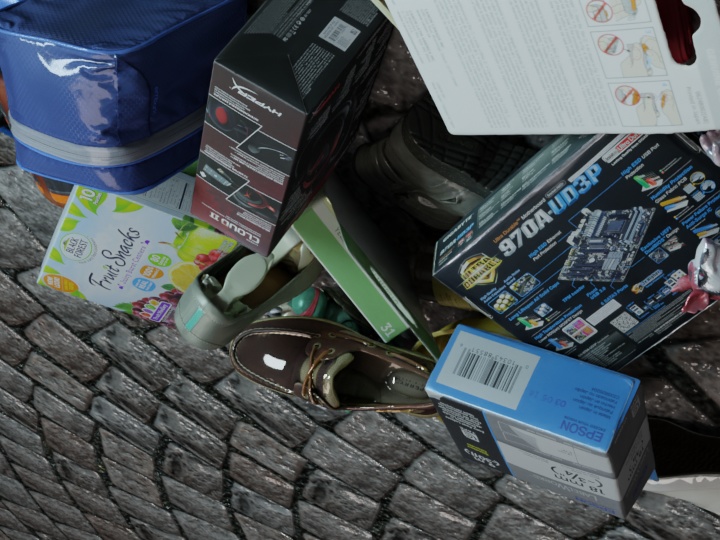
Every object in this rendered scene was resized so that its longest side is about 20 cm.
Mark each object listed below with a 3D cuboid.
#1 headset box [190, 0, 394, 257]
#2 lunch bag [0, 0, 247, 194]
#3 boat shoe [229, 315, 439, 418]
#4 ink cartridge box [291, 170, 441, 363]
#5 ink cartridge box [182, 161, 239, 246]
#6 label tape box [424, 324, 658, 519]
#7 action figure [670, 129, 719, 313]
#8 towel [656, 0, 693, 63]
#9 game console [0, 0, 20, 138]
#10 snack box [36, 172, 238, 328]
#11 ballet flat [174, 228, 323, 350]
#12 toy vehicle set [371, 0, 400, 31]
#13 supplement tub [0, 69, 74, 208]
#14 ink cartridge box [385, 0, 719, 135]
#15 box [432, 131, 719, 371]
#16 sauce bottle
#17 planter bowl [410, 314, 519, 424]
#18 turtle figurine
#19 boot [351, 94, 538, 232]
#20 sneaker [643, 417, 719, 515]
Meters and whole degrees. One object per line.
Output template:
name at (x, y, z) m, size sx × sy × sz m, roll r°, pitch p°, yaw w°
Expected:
headset box at (-0.051, -0.116, 0.832) m, size 0.075 × 0.149 × 0.200 m, roll 30°, pitch 148°, yaw 5°
lunch bag at (-0.170, -0.146, 0.858) m, size 0.136 × 0.200 × 0.132 m, roll 19°, pitch 127°, yaw 24°
boat shoe at (-0.020, 0.083, 0.950) m, size 0.200 × 0.072 × 0.072 m, roll 15°, pitch -179°, yaw 10°
ink cartridge box at (0.000, 0.000, 0.922) m, size 0.048 × 0.200 × 0.146 m, roll -34°, pitch 116°, yaw 11°
ink cartridge box at (-0.139, -0.070, 1.047) m, size 0.104 × 0.059 × 0.200 m, roll 12°, pitch 142°, yaw 29°
label tape box at (0.147, 0.131, 0.875) m, size 0.144 × 0.063 × 0.200 m, roll 17°, pitch 156°, yaw 28°
action figure at (0.289, -0.019, 0.696) m, size 0.200 × 0.134 × 0.149 m, roll -23°, pitch 148°, yaw 24°
towel at (0.108, -0.195, 0.714) m, size 0.200 × 0.022 × 0.145 m, roll 11°, pitch 144°, yaw 32°
game console at (-0.397, -0.230, 1.091) m, size 0.200 × 0.118 × 0.171 m, roll 31°, pitch 178°, yaw 2°
snack box at (-0.201, -0.026, 1.018) m, size 0.142 × 0.053 × 0.200 m, roll 21°, pitch 147°, yaw -15°
ballet flat at (-0.076, -0.004, 0.939) m, size 0.067 × 0.200 × 0.064 m, roll 41°, pitch 133°, yaw 4°
toy vehicle set at (0.066, -0.184, 0.720) m, size 0.200 × 0.027 × 0.124 m, roll 44°, pitch 149°, yaw -20°
supplement tub at (-0.260, -0.128, 1.030) m, size 0.107 × 0.107 × 0.200 m, roll 18°, pitch 144°, yaw 22°
ink cartridge box at (0.114, -0.152, 0.655) m, size 0.200 × 0.047 × 0.160 m, roll 3°, pitch 140°, yaw 36°
box at (0.173, -0.021, 0.783) m, size 0.159 × 0.046 × 0.200 m, roll 35°, pitch 125°, yaw -18°
sauce bottle at (0.142, 0.010, 0.918) m, size 0.200 × 0.065 × 0.065 m, roll 9°, pitch 141°, yaw 29°
planter bowl at (0.149, 0.089, 0.996) m, size 0.200 × 0.084 × 0.200 m, roll 21°, pitch 146°, yaw 15°
turtle figurine at (-0.013, 0.065, 1.044) m, size 0.200 × 0.150 × 0.101 m, roll 27°, pitch 113°, yaw -35°
boot at (0.095, -0.056, 0.888) m, size 0.200 × 0.068 × 0.131 m, roll 36°, pitch 160°, yaw -8°
sneaker at (0.298, 0.189, 1.012) m, size 0.200 × 0.073 × 0.085 m, roll 6°, pitch 136°, yaw 33°
